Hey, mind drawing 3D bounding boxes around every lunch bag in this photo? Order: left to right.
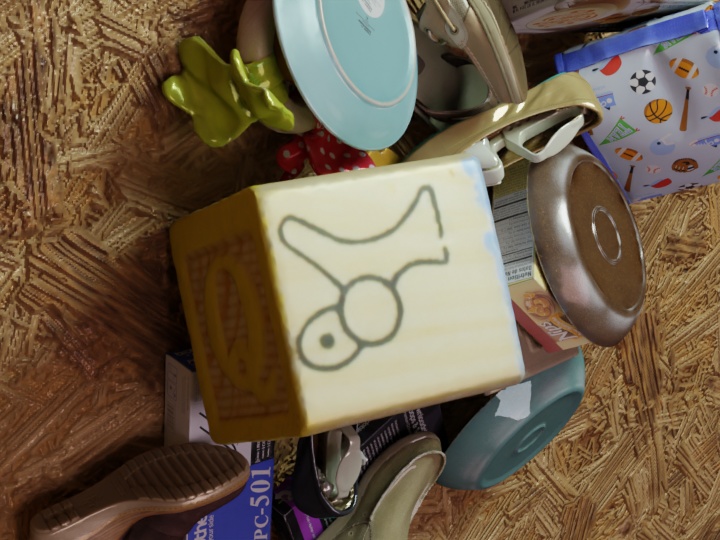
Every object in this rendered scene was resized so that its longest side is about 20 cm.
[{"bbox_3d":[0.292,-0.171,1.595,0.200,0.170,0.124,44,36,-51],"label":"lunch bag"}]

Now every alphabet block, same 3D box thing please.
[{"bbox_3d":[-0.015,0.025,1.345,0.200,0.196,0.196,-10,85,-27],"label":"alphabet block"}]

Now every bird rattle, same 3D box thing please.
[{"bbox_3d":[-0.050,-0.157,1.360,0.200,0.113,0.163,16,83,-49],"label":"bird rattle"}]

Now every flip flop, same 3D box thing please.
[{"bbox_3d":[0.084,-0.166,1.503,0.200,0.058,0.081,29,87,-45],"label":"flip flop"}]

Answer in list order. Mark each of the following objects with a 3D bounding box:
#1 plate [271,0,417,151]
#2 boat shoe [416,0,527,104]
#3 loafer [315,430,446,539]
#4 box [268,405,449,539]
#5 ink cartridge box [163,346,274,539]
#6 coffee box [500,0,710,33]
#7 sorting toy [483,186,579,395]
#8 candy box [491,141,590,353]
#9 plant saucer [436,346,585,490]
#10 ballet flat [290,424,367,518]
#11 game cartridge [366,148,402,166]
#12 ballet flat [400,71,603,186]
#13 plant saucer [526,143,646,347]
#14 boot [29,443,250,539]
[{"bbox_3d":[-0.002,-0.197,1.359,0.200,0.026,0.200,22,62,-50],"label":"plate"},{"bbox_3d":[0.080,-0.226,1.431,0.200,0.064,0.071,62,19,-13],"label":"boat shoe"},{"bbox_3d":[0.020,0.241,1.575,0.200,0.067,0.076,-52,146,-5],"label":"loafer"},{"bbox_3d":[0.003,0.199,1.611,0.200,0.036,0.143,-39,143,-21],"label":"box"},{"bbox_3d":[-0.124,0.159,1.482,0.094,0.044,0.200,-14,119,-36],"label":"ink cartridge box"},{"bbox_3d":[0.208,-0.266,1.518,0.200,0.114,0.080,-8,86,-41],"label":"coffee box"},{"bbox_3d":[0.126,0.011,1.563,0.200,0.036,0.185,-16,87,-57],"label":"sorting toy"},{"bbox_3d":[0.172,-0.038,1.570,0.115,0.055,0.200,42,42,-40],"label":"candy box"},{"bbox_3d":[0.160,0.158,1.689,0.200,0.036,0.200,-37,158,-18],"label":"plant saucer"},{"bbox_3d":[-0.021,0.126,1.481,0.073,0.073,0.200,-6,104,-41],"label":"ballet flat"},{"bbox_3d":[0.000,0.000,1.532,0.200,0.032,0.176,-58,136,-8],"label":"game cartridge"},{"bbox_3d":[0.127,-0.113,1.493,0.200,0.063,0.069,-30,144,-8],"label":"ballet flat"},{"bbox_3d":[0.216,-0.029,1.551,0.200,0.032,0.200,33,48,-47],"label":"plant saucer"},{"bbox_3d":[-0.182,0.241,1.438,0.200,0.072,0.167,-18,131,-14],"label":"boot"}]
